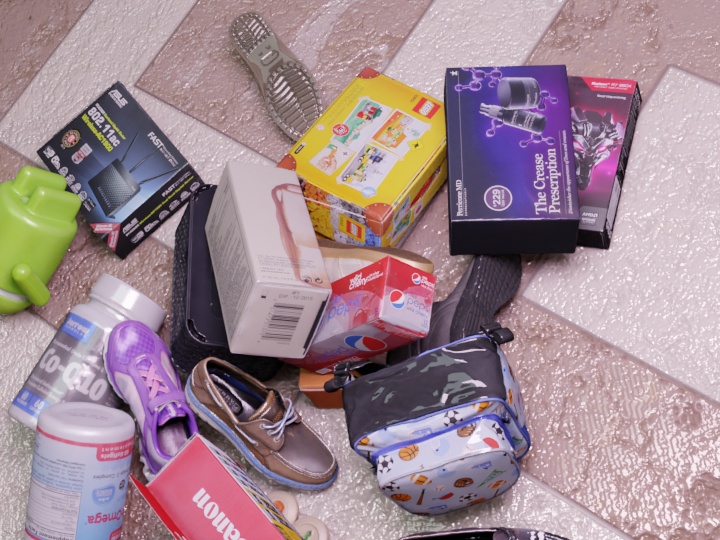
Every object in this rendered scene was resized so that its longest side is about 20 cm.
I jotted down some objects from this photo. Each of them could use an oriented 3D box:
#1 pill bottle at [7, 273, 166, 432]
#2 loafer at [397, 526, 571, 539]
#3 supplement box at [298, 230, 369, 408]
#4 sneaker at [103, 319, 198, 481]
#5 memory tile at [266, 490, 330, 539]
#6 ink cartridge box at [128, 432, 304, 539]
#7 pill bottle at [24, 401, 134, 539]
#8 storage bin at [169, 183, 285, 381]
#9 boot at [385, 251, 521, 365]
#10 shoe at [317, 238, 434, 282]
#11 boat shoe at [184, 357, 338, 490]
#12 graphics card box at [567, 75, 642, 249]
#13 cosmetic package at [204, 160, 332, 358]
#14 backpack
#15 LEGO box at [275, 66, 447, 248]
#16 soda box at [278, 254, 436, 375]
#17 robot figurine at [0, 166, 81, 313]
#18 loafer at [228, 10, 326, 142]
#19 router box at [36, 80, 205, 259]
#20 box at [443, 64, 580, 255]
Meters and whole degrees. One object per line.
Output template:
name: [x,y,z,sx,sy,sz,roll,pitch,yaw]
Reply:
pill bottle: [-0.323,0.113,1.483,0.113,0.114,0.202,23,75,28]
loafer: [0.127,0.295,1.257,0.197,0.063,0.073,-4,64,19]
supplement box: [-0.024,0.053,1.430,0.068,0.067,0.203,-6,64,17]
sneaker: [-0.229,0.147,1.406,0.080,0.088,0.203,-19,83,-22]
memory tile: [-0.103,0.352,1.343,0.153,0.017,0.201,35,81,30]
ink cartridge box: [-0.125,0.273,1.277,0.084,0.176,0.200,-44,59,-5]
pill bottle: [-0.316,0.258,1.379,0.107,0.108,0.203,13,100,25]
storage bin: [-0.145,0.015,1.441,0.133,0.094,0.203,8,63,-19]
boot: [0.099,0.038,1.385,0.131,0.070,0.201,-21,27,41]
shoe: [0.000,0.000,1.354,0.198,0.069,0.054,9,97,43]
boat shoe: [-0.107,0.169,1.361,0.198,0.073,0.073,32,56,2]
graphics card box: [0.244,-0.129,1.427,0.124,0.051,0.203,9,70,24]
cosmetic package: [-0.102,-0.014,1.316,0.086,0.104,0.201,6,40,-23]
backpack: [0.090,0.161,1.264,0.197,0.190,0.156,-15,66,17]
LEGO box: [0.015,-0.128,1.447,0.148,0.078,0.201,28,57,18]
soda box: [-0.006,0.050,1.289,0.199,0.063,0.071,-24,50,52]
robot figurine: [-0.440,-0.032,1.579,0.176,0.115,0.201,46,109,31]
loafer: [-0.099,-0.247,1.605,0.075,0.068,0.202,-31,75,5]
router box: [-0.317,-0.135,1.631,0.150,0.062,0.200,-41,59,-4]
box: [0.163,-0.122,1.358,0.139,0.079,0.203,-3,61,4]
